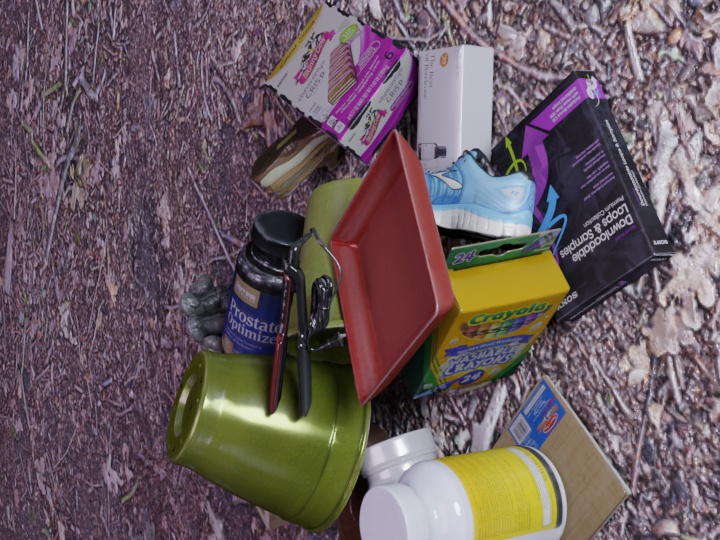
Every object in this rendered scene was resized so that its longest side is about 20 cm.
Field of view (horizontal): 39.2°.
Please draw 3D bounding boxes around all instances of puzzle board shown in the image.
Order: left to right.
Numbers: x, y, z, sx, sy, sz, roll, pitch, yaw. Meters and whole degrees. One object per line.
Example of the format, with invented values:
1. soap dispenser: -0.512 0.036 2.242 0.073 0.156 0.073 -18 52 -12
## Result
1. puzzle board: 0.189 0.233 1.057 0.152 0.017 0.202 58 135 37

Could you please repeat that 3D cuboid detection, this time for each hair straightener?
1. hair straightener: -0.051 0.057 1.068 0.041 0.075 0.204 -53 -31 -80

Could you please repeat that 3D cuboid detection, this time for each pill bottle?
1. pill bottle: -0.115 0.030 1.315 0.112 0.110 0.203 47 134 43
2. pill bottle: 0.068 0.289 1.134 0.116 0.115 0.203 -35 69 50
3. pill bottle: 0.101 0.240 0.997 0.111 0.197 0.115 2 92 55

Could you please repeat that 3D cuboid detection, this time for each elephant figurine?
1. elephant figurine: -0.147 0.041 1.450 0.198 0.155 0.143 -30 99 13

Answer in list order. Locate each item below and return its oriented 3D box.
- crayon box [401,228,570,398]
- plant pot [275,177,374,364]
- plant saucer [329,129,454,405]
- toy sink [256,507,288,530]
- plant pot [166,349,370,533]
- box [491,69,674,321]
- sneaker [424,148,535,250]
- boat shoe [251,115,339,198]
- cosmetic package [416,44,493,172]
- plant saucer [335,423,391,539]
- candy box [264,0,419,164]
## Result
1. crayon box: 0.123 0.048 1.006 0.201 0.123 0.052 109 144 -51
2. plant pot: 0.000 0.000 1.190 0.199 0.197 0.188 -25 61 53
3. plant saucer: 0.031 0.001 0.998 0.201 0.036 0.203 124 141 -51
4. toy sink: -0.125 0.229 1.398 0.201 0.110 0.132 54 151 39
5. plant pot: -0.116 0.182 1.172 0.201 0.190 0.203 -50 30 43
6. box: 0.211 -0.071 0.991 0.143 0.036 0.203 -44 59 48
7. sneaker: 0.104 -0.083 1.059 0.198 0.078 0.092 17 86 38
8. boat shoe: -0.056 -0.167 1.349 0.199 0.076 0.073 -33 36 30
9. cosmetic package: 0.103 -0.144 1.131 0.082 0.050 0.205 7 98 53
10. plant saucer: 0.008 0.298 1.279 0.200 0.036 0.205 11 102 64
11. candy box: -0.020 -0.237 1.249 0.137 0.061 0.200 -53 43 4
